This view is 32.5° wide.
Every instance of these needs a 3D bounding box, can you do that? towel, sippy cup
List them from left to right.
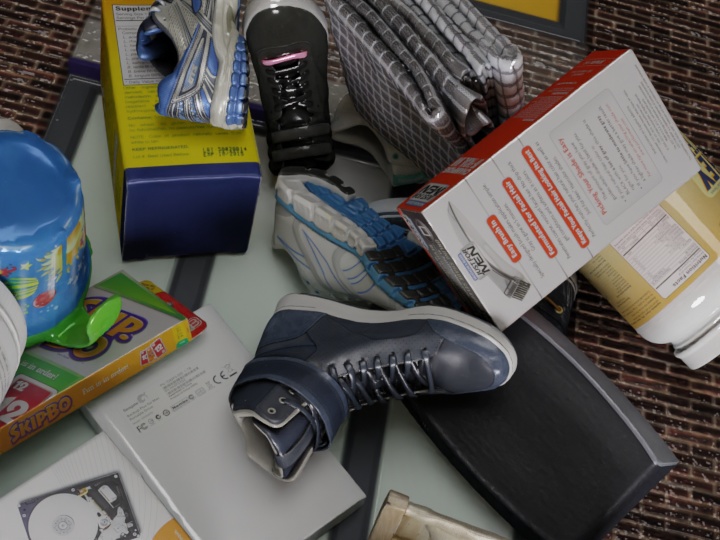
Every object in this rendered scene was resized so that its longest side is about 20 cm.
[{"bbox_3d":[-0.252,-0.028,0.881,0.176,0.130,0.141,11,62,-15],"label":"sippy cup"},{"bbox_3d":[0.048,-0.155,1.006,0.085,0.166,0.200,-33,60,-10],"label":"towel"}]

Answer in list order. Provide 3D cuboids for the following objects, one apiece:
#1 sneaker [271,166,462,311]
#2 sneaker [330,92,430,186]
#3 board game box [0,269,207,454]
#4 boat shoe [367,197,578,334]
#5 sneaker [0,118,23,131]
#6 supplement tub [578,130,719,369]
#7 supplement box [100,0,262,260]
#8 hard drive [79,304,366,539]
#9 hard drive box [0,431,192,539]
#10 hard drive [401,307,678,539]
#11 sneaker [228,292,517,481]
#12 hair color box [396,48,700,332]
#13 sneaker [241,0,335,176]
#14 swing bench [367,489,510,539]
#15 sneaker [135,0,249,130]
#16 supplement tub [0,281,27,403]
[{"bbox_3d":[0.000,0.000,1.001,0.075,0.087,0.200,-15,45,-44],"label":"sneaker"},{"bbox_3d":[0.065,-0.103,1.106,0.199,0.075,0.089,25,59,17],"label":"sneaker"},{"bbox_3d":[-0.219,0.063,0.927,0.199,0.030,0.095,-29,42,-31],"label":"board game box"},{"bbox_3d":[0.084,0.010,1.026,0.199,0.071,0.091,19,50,-2],"label":"boat shoe"},{"bbox_3d":[-0.340,-0.050,0.967,0.199,0.078,0.100,-24,68,-25],"label":"sneaker"},{"bbox_3d":[0.252,-0.031,1.040,0.200,0.145,0.144,46,58,6],"label":"supplement tub"},{"bbox_3d":[-0.156,-0.123,1.038,0.108,0.110,0.201,-4,58,-16],"label":"supplement box"},{"bbox_3d":[-0.108,0.131,0.927,0.131,0.026,0.200,-30,68,-29],"label":"hard drive"},{"bbox_3d":[-0.204,0.229,0.807,0.200,0.077,0.156,-34,69,-30],"label":"hard drive box"},{"bbox_3d":[0.129,0.115,0.947,0.135,0.042,0.200,-45,73,2],"label":"hard drive"},{"bbox_3d":[0.002,0.091,0.889,0.201,0.077,0.146,4,39,25],"label":"sneaker"},{"bbox_3d":[0.140,-0.062,0.919,0.200,0.064,0.111,-38,105,-10],"label":"hair color box"},{"bbox_3d":[-0.053,-0.145,1.033,0.070,0.200,0.100,-9,67,-1],"label":"sneaker"},{"bbox_3d":[0.074,0.282,0.809,0.198,0.130,0.201,21,49,2],"label":"swing bench"},{"bbox_3d":[-0.137,-0.201,0.984,0.084,0.077,0.201,-3,57,-10],"label":"sneaker"},{"bbox_3d":[-0.304,0.092,0.779,0.131,0.132,0.201,16,41,-2],"label":"supplement tub"}]
